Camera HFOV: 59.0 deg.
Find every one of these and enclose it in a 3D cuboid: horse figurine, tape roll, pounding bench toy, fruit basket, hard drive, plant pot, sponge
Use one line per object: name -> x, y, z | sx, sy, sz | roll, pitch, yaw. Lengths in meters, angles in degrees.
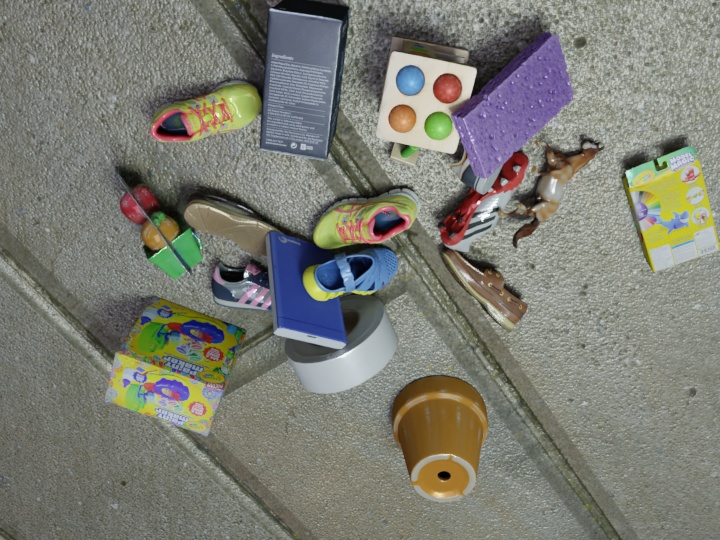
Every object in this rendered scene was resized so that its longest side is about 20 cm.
horse figurine -> 0.305, -0.134, 1.054 | 0.132, 0.050, 0.202 | 0, 122, -39
tape roll -> -0.035, 0.129, 1.157 | 0.201, 0.203, 0.071 | -19, 115, 14
pounding bench toy -> 0.089, -0.233, 0.974 | 0.123, 0.156, 0.202 | 10, 119, -1
fruit basket -> -0.351, -0.090, 1.089 | 0.093, 0.185, 0.201 | -32, 111, -13
hard drive -> -0.094, 0.031, 1.087 | 0.131, 0.201, 0.025 | 17, 134, -32
plant pot -> 0.160, 0.347, 1.268 | 0.198, 0.184, 0.202 | 2, 119, 4
sponge -> 0.226, -0.240, 0.927 | 0.200, 0.030, 0.112 | -43, 128, -12

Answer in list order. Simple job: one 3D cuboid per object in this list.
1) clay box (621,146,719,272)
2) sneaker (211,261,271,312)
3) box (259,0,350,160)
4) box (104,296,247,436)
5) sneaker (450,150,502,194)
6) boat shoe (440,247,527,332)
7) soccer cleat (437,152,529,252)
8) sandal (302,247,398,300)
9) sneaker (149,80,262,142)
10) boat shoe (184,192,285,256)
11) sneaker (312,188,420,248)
clay box -> 0.520, -0.107, 1.071 | 0.114, 0.048, 0.201 | -20, 114, 15
sneaker -> -0.183, 0.027, 1.186 | 0.197, 0.070, 0.083 | 2, 122, 2
box -> -0.083, -0.292, 0.960 | 0.106, 0.149, 0.202 | 8, 120, -1
box -> -0.345, 0.179, 1.212 | 0.198, 0.193, 0.123 | 21, 118, -8
sneaker -> 0.213, -0.228, 1.009 | 0.079, 0.078, 0.201 | 34, 101, 22
boat shoe -> 0.226, 0.024, 1.158 | 0.068, 0.072, 0.200 | -45, 104, 3
soccer cleat -> 0.217, -0.114, 1.086 | 0.200, 0.069, 0.085 | -50, 138, 12
sandal -> 0.000, 0.000, 1.096 | 0.087, 0.199, 0.080 | -32, 80, 45
sneaker -> -0.252, -0.247, 1.031 | 0.198, 0.091, 0.079 | -16, 115, 11
boat shoe -> -0.215, -0.087, 1.130 | 0.198, 0.065, 0.072 | 20, 129, -27
sneaker -> 0.005, -0.080, 1.093 | 0.198, 0.091, 0.079 | -20, 117, 16
